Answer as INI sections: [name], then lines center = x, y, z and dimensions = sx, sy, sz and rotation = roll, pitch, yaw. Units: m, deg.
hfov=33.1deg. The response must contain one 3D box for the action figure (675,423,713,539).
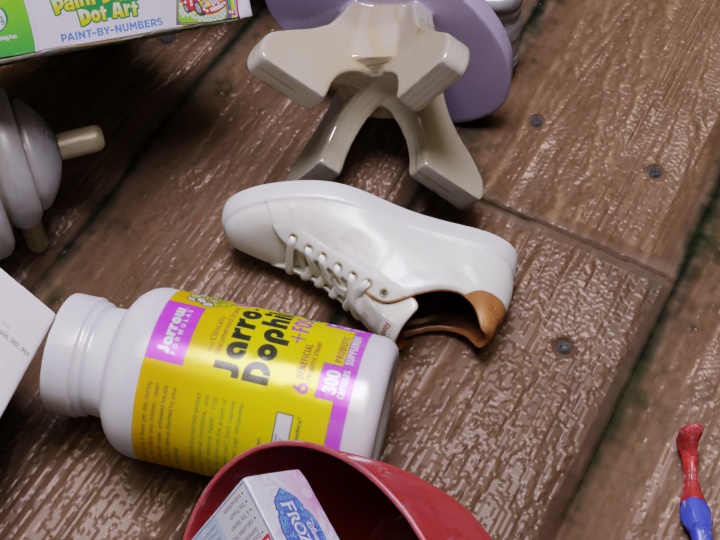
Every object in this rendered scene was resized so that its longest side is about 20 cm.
[action figure]
center = 0.211, 0.185, 0.692
dimensions = 0.065, 0.052, 0.201
rotation = 7, 60, -1

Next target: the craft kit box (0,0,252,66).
[craft kit box]
center = -0.207, -0.161, 0.797
dimensions = 0.197, 0.049, 0.200
rotation = -17, 13, -38

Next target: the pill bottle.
[pill bottle]
center = -0.083, 0.070, 0.720
dimensions = 0.199, 0.104, 0.105
rotation = 12, 58, 6

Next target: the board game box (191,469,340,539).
[board game box]
center = -0.047, 0.234, 0.572
dimensions = 0.041, 0.200, 0.200
rotation = 1, 48, -46

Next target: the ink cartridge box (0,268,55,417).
[ink cartridge box]
center = -0.281, 0.086, 0.675
dimensions = 0.145, 0.084, 0.201
rotation = -6, 50, 41

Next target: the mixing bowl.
[mixing bowl]
center = 0.007, 0.181, 0.623
dimensions = 0.108, 0.200, 0.200
rotation = -2, 48, -47

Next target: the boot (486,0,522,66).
[boot]
center = 0.030, -0.215, 0.910
dimensions = 0.199, 0.096, 0.074
rotation = 19, 59, 10

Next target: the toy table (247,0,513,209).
[toy table]
center = 0.011, -0.133, 0.821
dimensions = 0.199, 0.184, 0.117
rotation = 23, 53, -14

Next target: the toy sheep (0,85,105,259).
[toy sheep]
center = -0.263, -0.059, 0.781
dimensions = 0.199, 0.138, 0.138
rotation = -22, 61, -15

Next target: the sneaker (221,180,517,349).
[sneaker]
center = 0.000, 0.000, 0.786
dimensions = 0.199, 0.073, 0.085
rotation = 12, 55, 4
